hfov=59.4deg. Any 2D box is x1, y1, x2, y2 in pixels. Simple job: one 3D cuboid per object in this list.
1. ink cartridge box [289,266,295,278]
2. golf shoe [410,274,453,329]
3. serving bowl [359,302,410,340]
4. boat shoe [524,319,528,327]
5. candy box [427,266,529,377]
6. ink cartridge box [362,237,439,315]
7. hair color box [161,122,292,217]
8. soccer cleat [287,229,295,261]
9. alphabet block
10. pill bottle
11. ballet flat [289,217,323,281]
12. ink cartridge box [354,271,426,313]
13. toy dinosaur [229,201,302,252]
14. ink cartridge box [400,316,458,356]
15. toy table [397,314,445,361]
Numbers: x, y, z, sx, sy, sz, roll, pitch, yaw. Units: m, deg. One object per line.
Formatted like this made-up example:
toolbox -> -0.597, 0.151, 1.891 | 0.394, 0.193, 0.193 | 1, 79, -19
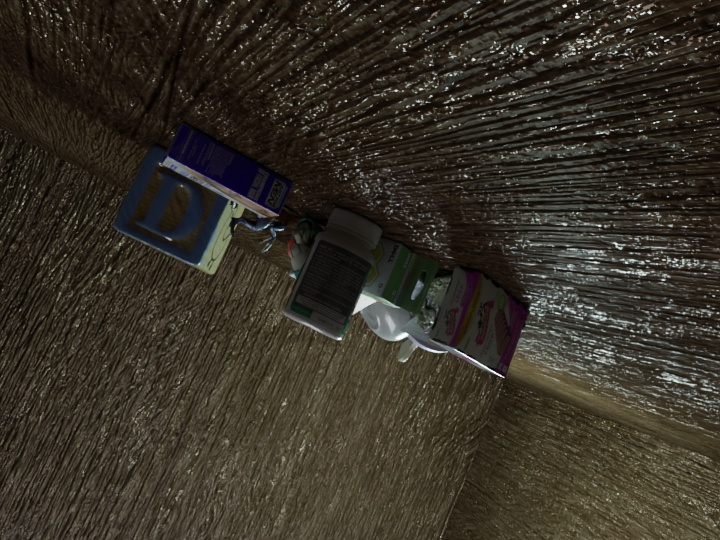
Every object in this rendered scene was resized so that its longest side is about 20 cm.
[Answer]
ink cartridge box -> -0.133, 0.005, 1.944 | 0.143, 0.085, 0.200 | 26, 173, -11
golf shoe -> 0.172, 0.044, 1.235 | 0.079, 0.096, 0.200 | 59, 151, 3
serving bowl -> 0.045, 0.099, 1.627 | 0.200, 0.065, 0.202 | 45, 151, 33
boat shoe -> 0.250, 0.093, 1.301 | 0.198, 0.063, 0.075 | 19, 170, 38
candy box -> 0.215, 0.095, 1.119 | 0.060, 0.139, 0.199 | 15, 170, 44
ink cartridge box -> 0.035, -0.002, 1.156 | 0.198, 0.105, 0.059 | 20, 173, 38
hair color box -> -0.221, -0.160, 1.043 | 0.198, 0.066, 0.109 | 26, 173, -21
soccer cleat -> -0.068, -0.046, 1.436 | 0.196, 0.078, 0.067 | 7, 152, 0
alphabet block -> -0.378, -0.122, 1.356 | 0.194, 0.198, 0.200 | 26, 174, -1
pill bottle -> -0.043, 0.005, 1.072 | 0.111, 0.203, 0.113 | 24, 174, 3
ballet flat -> -0.111, -0.038, 1.246 | 0.070, 0.067, 0.202 | 45, -156, -30
ink cartridge box -> 0.039, 0.049, 1.288 | 0.160, 0.198, 0.048 | 34, -147, -59
toy dinosaur -> -0.176, -0.098, 1.286 | 0.178, 0.107, 0.200 | 2, 166, -23
ink cartridge box -> 0.200, 0.135, 1.370 | 0.158, 0.048, 0.199 | 21, -149, 30
toy table -> 0.163, 0.157, 1.724 | 0.199, 0.186, 0.117 | 38, 154, -17
